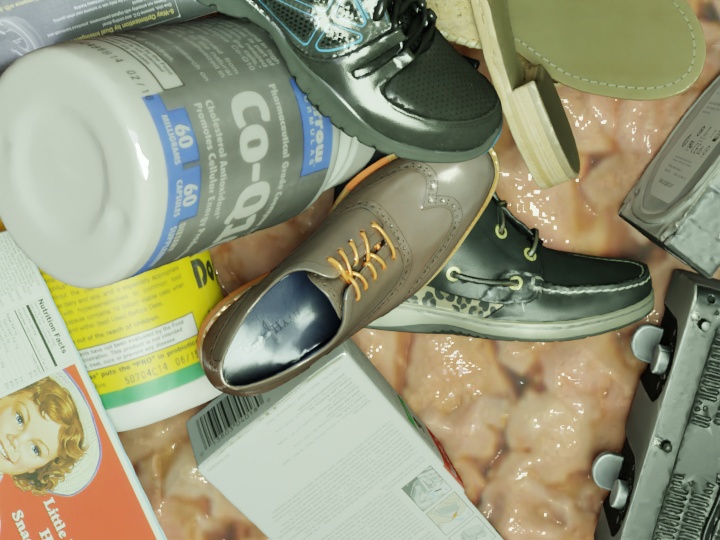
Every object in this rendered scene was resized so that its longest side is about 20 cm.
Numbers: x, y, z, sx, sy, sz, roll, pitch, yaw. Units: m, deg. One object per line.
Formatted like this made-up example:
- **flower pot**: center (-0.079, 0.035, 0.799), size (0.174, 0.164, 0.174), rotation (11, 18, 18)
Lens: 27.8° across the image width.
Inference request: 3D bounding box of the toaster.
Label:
- **toaster**: center (0.246, 0.107, 0.849), size (0.198, 0.119, 0.183), rotation (14, 99, -2)

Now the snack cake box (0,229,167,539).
- **snack cake box**: center (-0.195, 0.092, 0.760), size (0.067, 0.115, 0.202), rotation (-25, 91, 42)

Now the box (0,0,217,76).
- **box**: center (-0.132, -0.201, 0.756), size (0.198, 0.050, 0.159), rotation (-17, 103, 3)

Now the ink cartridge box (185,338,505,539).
- **ink cartridge box**: center (-0.002, 0.131, 0.875), size (0.109, 0.050, 0.200), rotation (-37, 122, 5)

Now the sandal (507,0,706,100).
- **sandal**: center (0.102, -0.146, 0.839), size (0.210, 0.070, 0.078), rotation (19, 90, 20)

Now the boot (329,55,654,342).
- **boot**: center (0.073, -0.043, 0.838), size (0.201, 0.074, 0.156), rotation (2, 107, 3)

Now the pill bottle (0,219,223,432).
- **pill bottle**: center (-0.146, -0.018, 0.828), size (0.111, 0.113, 0.202), rotation (-16, 98, 2)

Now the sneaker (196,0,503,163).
- **sneaker**: center (-0.006, -0.128, 0.699), size (0.199, 0.074, 0.082), rotation (35, 134, -9)

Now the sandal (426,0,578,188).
- **sandal**: center (0.045, -0.137, 0.768), size (0.069, 0.078, 0.214), rotation (-20, 97, 19)

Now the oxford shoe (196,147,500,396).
- **oxford shoe**: center (0.000, 0.000, 0.772), size (0.200, 0.073, 0.071), rotation (-42, 99, -2)

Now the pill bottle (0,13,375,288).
- **pill bottle**: center (-0.081, -0.070, 0.740), size (0.113, 0.199, 0.115), rotation (12, 112, 33)

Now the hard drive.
- **hard drive**: center (0.225, -0.095, 0.807), size (0.038, 0.140, 0.201), rotation (36, 98, -6)
